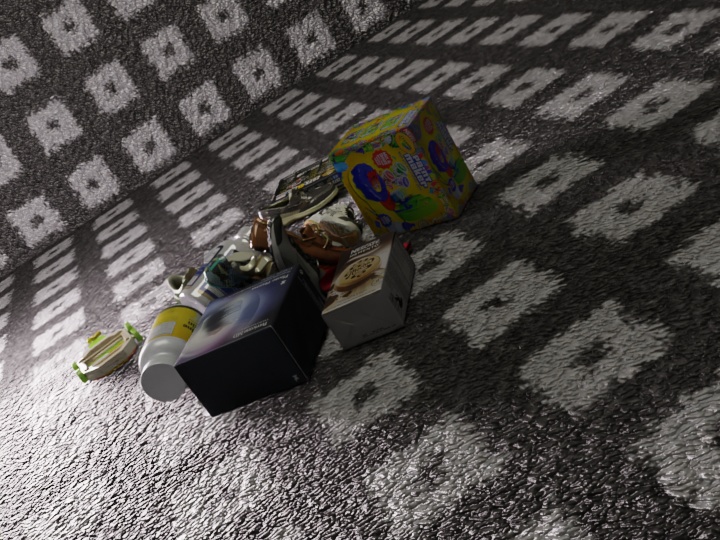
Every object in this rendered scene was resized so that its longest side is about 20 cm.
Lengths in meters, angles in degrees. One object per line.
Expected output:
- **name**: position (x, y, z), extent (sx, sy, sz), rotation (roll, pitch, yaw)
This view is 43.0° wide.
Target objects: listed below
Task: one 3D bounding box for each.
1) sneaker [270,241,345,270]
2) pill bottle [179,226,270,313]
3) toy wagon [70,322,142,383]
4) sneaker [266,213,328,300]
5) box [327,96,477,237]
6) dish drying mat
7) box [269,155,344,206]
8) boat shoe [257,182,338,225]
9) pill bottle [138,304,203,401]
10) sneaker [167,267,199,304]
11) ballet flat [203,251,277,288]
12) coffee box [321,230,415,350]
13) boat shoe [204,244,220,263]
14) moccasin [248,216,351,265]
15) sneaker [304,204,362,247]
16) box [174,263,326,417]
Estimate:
- **sneaker**: position (-0.095, -0.038, 1.813), extent (0.200, 0.076, 0.092), rotation (-8, 27, 43)
- **pill bottle**: position (-0.262, 0.010, 1.836), extent (0.111, 0.111, 0.200), rotation (-1, 47, 52)
- **toy wagon**: position (-0.562, 0.176, 2.013), extent (0.155, 0.040, 0.200), rotation (-38, 22, -16)
- **sneaker**: position (-0.112, -0.014, 1.618), extent (0.079, 0.201, 0.074), rotation (-22, 23, 1)
- **box**: position (0.081, -0.190, 1.726), extent (0.192, 0.200, 0.122), rotation (-16, 27, 37)
- **dish drying mat**: position (0.000, 0.000, 1.677), extent (0.200, 0.018, 0.077), rotation (-18, 25, 29)
- **box**: position (-0.118, -0.216, 2.250), extent (0.200, 0.049, 0.160), rotation (-25, 25, 17)
- **boat shoe**: position (-0.150, -0.159, 2.145), extent (0.200, 0.066, 0.072), rotation (-28, 22, 10)
- **pill bottle**: position (-0.343, 0.153, 1.676), extent (0.112, 0.112, 0.200), rotation (-27, 23, 12)
- **sneaker**: position (-0.342, 0.035, 1.953), extent (0.200, 0.090, 0.067), rotation (-9, 30, 43)
- **ballet flat**: position (-0.192, 0.000, 1.644), extent (0.074, 0.075, 0.200), rotation (-16, -10, 34)
- **coffee box**: position (0.016, 0.029, 1.509), extent (0.113, 0.080, 0.200), rotation (-24, 23, 20)
- **boat shoe**: position (-0.233, -0.030, 1.953), extent (0.199, 0.074, 0.068), rotation (-19, -21, 8)
- **moccasin**: position (-0.103, -0.056, 1.685), extent (0.074, 0.201, 0.078), rotation (-167, 91, -83)
- **sneaker**: position (-0.042, -0.104, 1.873), extent (0.088, 0.076, 0.200), rotation (-39, 24, -18)
- **box**: position (-0.175, 0.113, 1.527), extent (0.200, 0.123, 0.199), rotation (-23, 24, 22)
